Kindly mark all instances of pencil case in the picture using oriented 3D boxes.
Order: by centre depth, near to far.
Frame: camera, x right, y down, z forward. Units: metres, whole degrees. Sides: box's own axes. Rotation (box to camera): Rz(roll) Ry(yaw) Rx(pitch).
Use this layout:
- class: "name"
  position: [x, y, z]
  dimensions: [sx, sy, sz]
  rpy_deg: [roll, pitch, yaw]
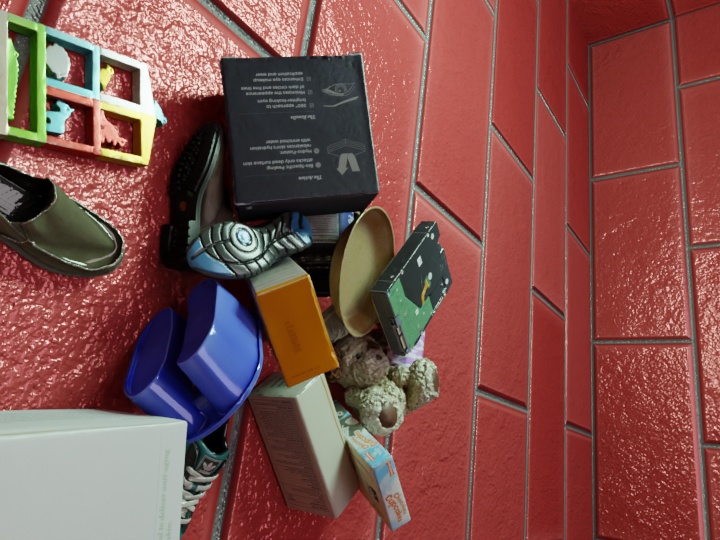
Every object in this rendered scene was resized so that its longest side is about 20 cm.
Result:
- class: "pencil case"
  position: [0.085, 0.145, 1.092]
  dimensions: [0.084, 0.084, 0.203]
  rpy_deg: [87, 12, -69]

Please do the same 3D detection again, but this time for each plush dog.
- class: "plush dog"
  position: [0.017, 0.189, 0.954]
  dimensions: [0.199, 0.160, 0.173]
  rpy_deg: [-21, 78, -46]

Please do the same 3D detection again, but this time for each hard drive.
- class: "hard drive"
  position: [0.092, 0.027, 0.935]
  dimensions: [0.201, 0.037, 0.141]
  rpy_deg: [-53, 134, -39]

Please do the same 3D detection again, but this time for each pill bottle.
- class: "pill bottle"
  position: [-0.065, -0.061, 0.882]
  dimensions: [0.111, 0.111, 0.203]
  rpy_deg: [7, 79, -53]

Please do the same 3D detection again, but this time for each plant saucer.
- class: "plant saucer"
  position: [0.000, 0.000, 0.849]
  dimensions: [0.200, 0.035, 0.203]
  rpy_deg: [-35, 130, -57]

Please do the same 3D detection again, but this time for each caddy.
- class: "caddy"
  position: [-0.184, 0.105, 0.638]
  dimensions: [0.105, 0.141, 0.201]
  rpy_deg: [53, 8, -29]

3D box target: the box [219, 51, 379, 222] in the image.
- class: "box"
  position: [-0.089, -0.184, 0.775]
  dimensions: [0.194, 0.117, 0.203]
  rpy_deg: [-6, 84, -11]

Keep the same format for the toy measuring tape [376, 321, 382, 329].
- class: "toy measuring tape"
  position: [0.012, 0.083, 1.020]
  dimensions: [0.198, 0.073, 0.075]
  rpy_deg: [-7, 91, -31]

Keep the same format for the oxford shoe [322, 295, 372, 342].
- class: "oxford shoe"
  position: [-0.038, 0.087, 0.907]
  dimensions: [0.058, 0.075, 0.200]
  rpy_deg: [48, 53, 3]

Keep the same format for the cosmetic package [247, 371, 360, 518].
- class: "cosmetic package"
  position: [-0.083, 0.257, 0.818]
  dimensions: [0.073, 0.103, 0.202]
  rpy_deg: [-35, 114, -51]

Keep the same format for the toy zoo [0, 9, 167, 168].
- class: "toy zoo"
  position: [-0.313, -0.197, 0.634]
  dimensions: [0.199, 0.020, 0.133]
  rpy_deg: [4, 82, -54]

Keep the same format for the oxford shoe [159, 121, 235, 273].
- class: "oxford shoe"
  position: [-0.207, -0.096, 0.731]
  dimensions: [0.084, 0.072, 0.203]
  rpy_deg: [16, 84, -54]

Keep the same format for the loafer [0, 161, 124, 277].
- class: "loafer"
  position: [-0.324, -0.051, 0.555]
  dimensions: [0.199, 0.069, 0.076]
  rpy_deg: [33, 59, -47]

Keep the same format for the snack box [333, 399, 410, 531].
- class: "snack box"
  position: [0.002, 0.296, 0.855]
  dimensions: [0.037, 0.200, 0.118]
  rpy_deg: [-23, 110, -20]

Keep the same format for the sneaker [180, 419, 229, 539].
- class: "sneaker"
  position: [-0.209, 0.243, 0.662]
  dimensions: [0.071, 0.079, 0.202]
  rpy_deg: [35, 58, -46]

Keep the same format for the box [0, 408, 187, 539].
- class: "box"
  position: [-0.287, 0.230, 0.479]
  dimensions: [0.199, 0.170, 0.202]
  rpy_deg: [14, 74, -52]

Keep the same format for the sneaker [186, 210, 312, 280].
- class: "sneaker"
  position: [-0.148, -0.023, 0.713]
  dimensions: [0.199, 0.081, 0.074]
  rpy_deg: [-18, 85, -53]

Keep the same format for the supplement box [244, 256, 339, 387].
- class: "supplement box"
  position: [-0.101, 0.056, 0.743]
  dimensions: [0.073, 0.200, 0.128]
  rpy_deg: [-21, 106, -13]

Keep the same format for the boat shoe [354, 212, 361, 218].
- class: "boat shoe"
  position: [-0.027, -0.104, 0.973]
  dimensions: [0.074, 0.073, 0.203]
  rpy_deg: [9, 78, -53]
